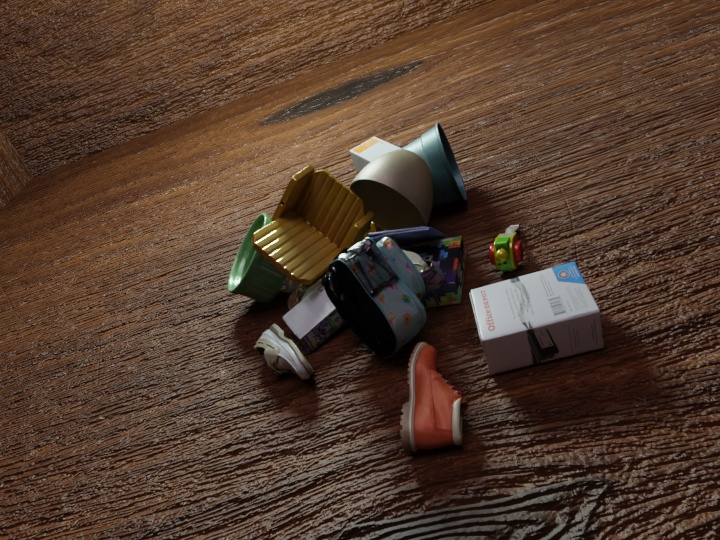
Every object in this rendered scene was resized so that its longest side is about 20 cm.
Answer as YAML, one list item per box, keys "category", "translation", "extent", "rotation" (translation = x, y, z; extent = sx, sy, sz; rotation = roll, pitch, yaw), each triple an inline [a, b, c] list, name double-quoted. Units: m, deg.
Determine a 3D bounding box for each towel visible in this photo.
- category: "towel"
  translation: [0.111, -0.069, 1.348]
  extent: [0.140, 0.025, 0.199]
  rotation: [-7, -6, 20]

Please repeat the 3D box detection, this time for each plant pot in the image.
- category: "plant pot"
  translation: [0.088, -0.193, 1.388]
  extent: [0.196, 0.201, 0.137]
  rotation: [10, 62, 42]
- category: "plant pot"
  translation: [0.145, -0.236, 1.535]
  extent: [0.191, 0.203, 0.203]
  rotation: [-20, 30, 17]

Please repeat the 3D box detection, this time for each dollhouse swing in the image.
- category: "dollhouse swing"
  translation: [-0.110, -0.102, 1.331]
  extent: [0.198, 0.184, 0.175]
  rotation: [38, 24, 13]

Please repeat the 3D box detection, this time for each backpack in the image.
- category: "backpack"
  translation: [0.038, 0.054, 1.154]
  extent: [0.151, 0.203, 0.177]
  rotation: [-27, -14, -25]

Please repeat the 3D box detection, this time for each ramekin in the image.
- category: "ramekin"
  translation: [-0.233, -0.024, 1.461]
  extent: [0.201, 0.096, 0.204]
  rotation: [-49, 27, 35]

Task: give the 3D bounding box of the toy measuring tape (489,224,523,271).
- category: "toy measuring tape"
  translation: [0.311, -0.043, 1.273]
  extent: [0.071, 0.076, 0.199]
  rotation: [-6, 13, 24]

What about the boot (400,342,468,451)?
- category: "boot"
  translation: [0.127, 0.203, 1.004]
  extent: [0.104, 0.076, 0.204]
  rotation: [-8, 43, 17]

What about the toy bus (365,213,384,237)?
- category: "toy bus"
  translation: [-0.006, -0.122, 1.556]
  extent: [0.197, 0.080, 0.065]
  rotation: [15, 46, 45]

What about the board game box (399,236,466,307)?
- category: "board game box"
  translation: [0.122, 0.009, 1.303]
  extent: [0.194, 0.058, 0.167]
  rotation: [-10, 33, 21]

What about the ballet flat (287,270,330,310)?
- category: "ballet flat"
  translation: [-0.085, 0.025, 1.394]
  extent: [0.201, 0.071, 0.065]
  rotation: [-49, 11, -23]

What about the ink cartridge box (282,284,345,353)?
- category: "ink cartridge box"
  translation: [-0.064, 0.075, 1.306]
  extent: [0.198, 0.051, 0.109]
  rotation: [-39, 34, -11]

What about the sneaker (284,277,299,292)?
- category: "sneaker"
  translation: [-0.141, -0.020, 1.517]
  extent: [0.085, 0.077, 0.203]
  rotation: [-7, 40, 2]

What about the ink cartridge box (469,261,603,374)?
- category: "ink cartridge box"
  translation: [0.299, 0.081, 1.053]
  extent: [0.194, 0.086, 0.146]
  rotation: [-15, 32, 11]

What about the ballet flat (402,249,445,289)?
- category: "ballet flat"
  translation: [0.085, -0.012, 1.238]
  extent: [0.196, 0.073, 0.069]
  rotation: [12, 47, 44]

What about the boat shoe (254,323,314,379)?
- category: "boat shoe"
  translation: [-0.156, 0.177, 1.226]
  extent: [0.068, 0.076, 0.199]
  rotation: [-38, 27, -14]

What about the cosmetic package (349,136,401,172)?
- category: "cosmetic package"
  translation: [0.056, -0.332, 1.835]
  extent: [0.100, 0.073, 0.199]
  rotation: [-31, 33, -14]
